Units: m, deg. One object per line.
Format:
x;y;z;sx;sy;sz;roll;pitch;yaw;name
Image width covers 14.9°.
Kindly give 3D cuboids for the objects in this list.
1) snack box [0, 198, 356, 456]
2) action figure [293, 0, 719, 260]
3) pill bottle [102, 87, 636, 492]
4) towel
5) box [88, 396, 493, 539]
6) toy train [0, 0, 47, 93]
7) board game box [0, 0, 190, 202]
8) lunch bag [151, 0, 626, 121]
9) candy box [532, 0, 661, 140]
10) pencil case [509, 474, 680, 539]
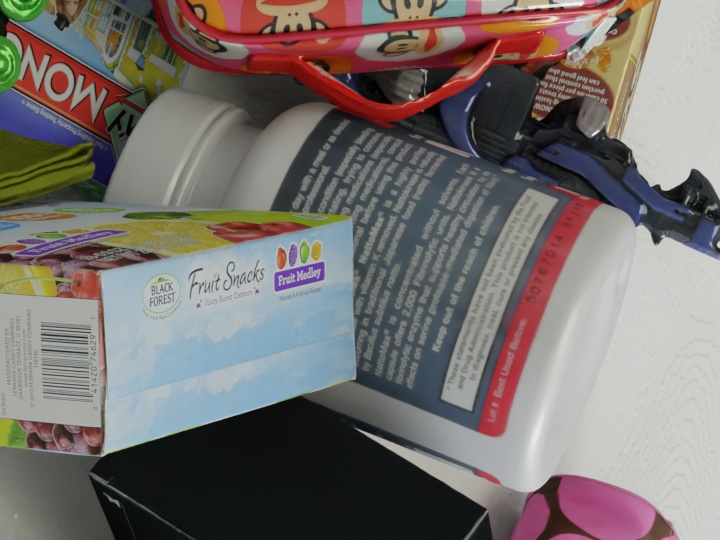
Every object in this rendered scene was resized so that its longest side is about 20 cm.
-0.127;0.014;0.982;0.168;0.199;0.068;-13;104;-61;snack box
0.083;-0.077;1.183;0.194;0.199;0.105;-58;173;0;action figure
0.000;0.000;1.106;0.120;0.199;0.120;21;90;-78;pill bottle
-0.174;-0.038;0.982;0.200;0.085;0.018;-22;127;-67;towel
-0.016;0.134;1.096;0.079;0.141;0.200;-53;156;-23;box
-0.133;-0.159;1.052;0.056;0.042;0.201;26;76;-33;toy train
-0.142;-0.125;1.094;0.200;0.029;0.136;30;74;-44;board game box
0.013;-0.148;1.098;0.198;0.082;0.178;-3;81;-10;lunch bag
0.103;-0.095;1.291;0.115;0.055;0.201;67;40;-78;candy box
0.100;0.189;1.298;0.091;0.093;0.201;61;34;-37;pencil case
